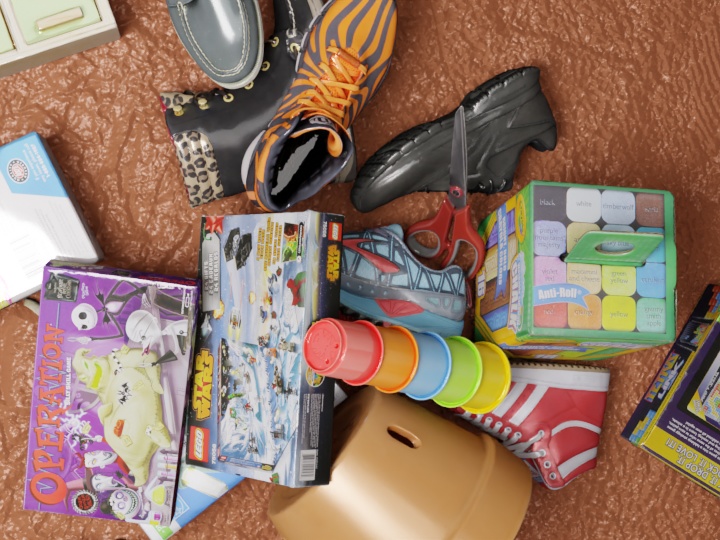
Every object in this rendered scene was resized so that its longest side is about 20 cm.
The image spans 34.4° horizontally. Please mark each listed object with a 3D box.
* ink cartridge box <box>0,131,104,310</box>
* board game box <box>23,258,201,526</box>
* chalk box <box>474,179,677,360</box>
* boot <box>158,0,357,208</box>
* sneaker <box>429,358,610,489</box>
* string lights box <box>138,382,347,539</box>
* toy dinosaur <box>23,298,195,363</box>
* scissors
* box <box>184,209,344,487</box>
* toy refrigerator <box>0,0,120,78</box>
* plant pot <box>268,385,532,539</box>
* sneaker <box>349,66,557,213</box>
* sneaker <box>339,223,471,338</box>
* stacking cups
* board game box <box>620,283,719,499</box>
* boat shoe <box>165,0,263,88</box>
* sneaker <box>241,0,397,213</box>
[{"bbox_3d":[-0.323,-0.016,0.940,0.199,0.068,0.116,-26,96,-7],"label":"ink cartridge box"},{"bbox_3d":[-0.194,0.098,0.909,0.119,0.032,0.201,8,104,1],"label":"board game box"},{"bbox_3d":[0.177,0.003,0.943,0.124,0.200,0.125,4,80,-9],"label":"chalk box"},{"bbox_3d":[-0.093,-0.155,0.970,0.150,0.073,0.201,-15,100,-8],"label":"boot"},{"bbox_3d":[0.122,0.134,1.016,0.198,0.071,0.113,4,89,-11],"label":"sneaker"},{"bbox_3d":[-0.122,0.125,0.983,0.200,0.059,0.103,-38,95,-5],"label":"string lights box"},{"bbox_3d":[-0.179,0.045,0.962,0.198,0.088,0.048,-5,122,-7],"label":"toy dinosaur"},{"bbox_3d":[0.085,-0.056,0.955,0.073,0.200,0.014,30,55,7],"label":"scissors"},{"bbox_3d":[-0.075,0.057,0.894,0.040,0.136,0.202,6,87,-44],"label":"box"},{"bbox_3d":[-0.301,-0.195,0.934,0.199,0.070,0.076,-20,95,-8],"label":"toy refrigerator"},{"bbox_3d":[0.020,0.188,0.939,0.140,0.200,0.200,41,86,-7],"label":"plant pot"},{"bbox_3d":[0.085,-0.096,1.000,0.199,0.076,0.091,-30,102,-5],"label":"sneaker"},{"bbox_3d":[0.000,0.000,0.997,0.199,0.079,0.096,24,71,-7],"label":"sneaker"},{"bbox_3d":[0.034,0.068,0.883,0.199,0.060,0.061,17,90,-46],"label":"stacking cups"},{"bbox_3d":[0.365,0.134,1.063,0.199,0.057,0.166,32,90,-9],"label":"board game box"},{"bbox_3d":[-0.132,-0.240,0.909,0.072,0.062,0.201,-17,89,11],"label":"boat shoe"},{"bbox_3d":[-0.020,-0.128,0.895,0.077,0.112,0.201,26,95,-16],"label":"sneaker"}]
